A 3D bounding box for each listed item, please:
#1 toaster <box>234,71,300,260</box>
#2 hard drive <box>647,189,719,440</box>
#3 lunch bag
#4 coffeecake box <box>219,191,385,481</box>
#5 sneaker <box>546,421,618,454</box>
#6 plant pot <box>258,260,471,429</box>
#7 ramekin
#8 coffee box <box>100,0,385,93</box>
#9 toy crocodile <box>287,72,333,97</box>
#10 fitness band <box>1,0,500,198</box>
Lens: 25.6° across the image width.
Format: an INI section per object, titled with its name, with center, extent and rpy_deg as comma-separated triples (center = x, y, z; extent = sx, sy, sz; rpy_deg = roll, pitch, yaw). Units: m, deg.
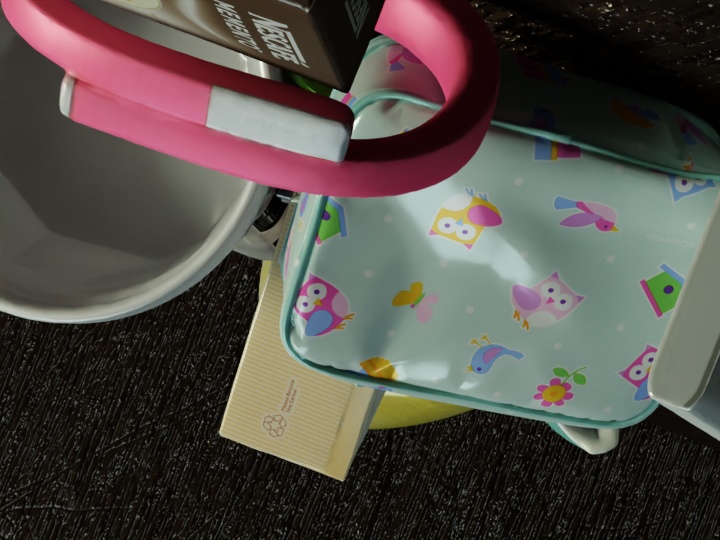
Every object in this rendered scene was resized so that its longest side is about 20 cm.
[toaster]
center = -0.107, -0.094, 0.918
extent = 0.198, 0.120, 0.181
rpy_deg = 21, 175, 6
[hard drive]
center = 0.191, 0.017, 0.711
extent = 0.026, 0.133, 0.200
rpy_deg = 20, 175, 31
[lunch bag]
center = 0.060, -0.012, 0.716
extent = 0.198, 0.162, 0.077
rpy_deg = 13, -147, -10
[coffeecake box]
center = 0.000, 0.000, 0.873
extent = 0.072, 0.155, 0.200
rpy_deg = 20, -162, 5
[sneaker]
center = 0.121, 0.024, 0.963
extent = 0.094, 0.070, 0.201
rpy_deg = -120, 10, -59
[plant pot]
center = 0.050, 0.018, 1.073
extent = 0.141, 0.202, 0.199
rpy_deg = 8, 168, 40
[ramekin]
center = -0.127, -0.077, 0.775
extent = 0.198, 0.202, 0.105
rpy_deg = 21, -175, 9
[coffee box]
center = -0.086, -0.140, 0.522
extent = 0.198, 0.081, 0.114
rpy_deg = 21, 176, 8
[toy crocodile]
center = 0.054, -0.077, 0.779
extent = 0.198, 0.062, 0.068
rpy_deg = 19, -174, -1
[fitness band]
center = -0.042, -0.092, 0.618
extent = 0.198, 0.038, 0.144
rpy_deg = 19, -143, 1
